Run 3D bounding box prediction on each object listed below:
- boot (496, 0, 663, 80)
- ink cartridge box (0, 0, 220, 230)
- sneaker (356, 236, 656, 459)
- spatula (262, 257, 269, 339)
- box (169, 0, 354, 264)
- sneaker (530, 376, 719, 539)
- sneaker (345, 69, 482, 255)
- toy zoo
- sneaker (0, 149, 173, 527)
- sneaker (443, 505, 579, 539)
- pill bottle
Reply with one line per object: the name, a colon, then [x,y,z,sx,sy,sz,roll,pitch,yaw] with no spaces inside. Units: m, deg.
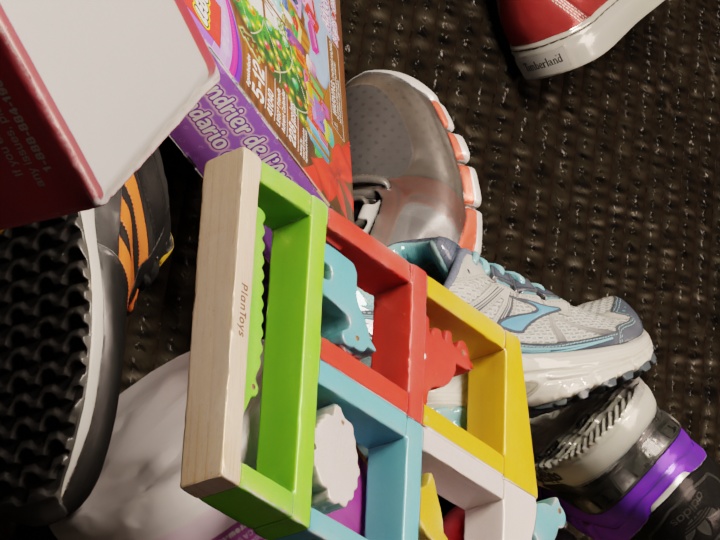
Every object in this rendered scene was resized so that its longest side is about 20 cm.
boot: [0.117,-0.205,1.424,0.200,0.072,0.145,-43,114,-52]
ink cartridge box: [-0.166,-0.078,0.786,0.145,0.200,0.083,62,37,-23]
sneaker: [0.051,0.022,1.103,0.200,0.078,0.087,-14,85,-51]
spatula: [-0.038,0.068,1.096,0.021,0.056,0.201,10,76,-30]
box: [-0.054,-0.110,1.080,0.137,0.039,0.200,52,21,-35]
sneaker: [0.120,0.102,1.216,0.100,0.070,0.200,44,-4,-4]
sneaker: [0.000,0.000,1.151,0.082,0.077,0.201,21,60,-47]
toy zoo: [0.011,0.056,0.972,0.200,0.020,0.131,34,47,-42]
sneaker: [-0.099,0.000,0.988,0.090,0.070,0.201,22,59,-50]
sneaker: [0.060,0.192,1.178,0.090,0.078,0.200,40,35,-45]
pill bottle: [-0.022,0.132,1.009,0.200,0.112,0.112,56,36,-22]
